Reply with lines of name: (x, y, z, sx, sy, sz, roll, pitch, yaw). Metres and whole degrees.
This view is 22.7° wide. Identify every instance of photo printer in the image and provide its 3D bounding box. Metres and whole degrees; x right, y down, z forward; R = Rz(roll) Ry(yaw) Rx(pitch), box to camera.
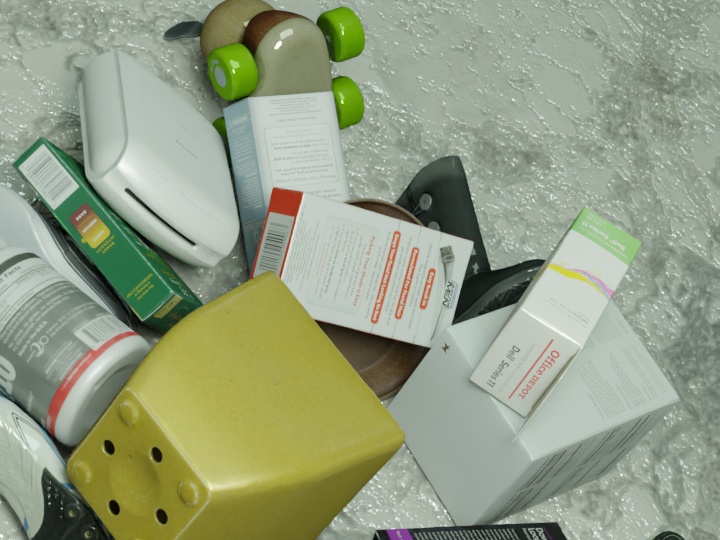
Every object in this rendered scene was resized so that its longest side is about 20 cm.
photo printer: (-0.192, -0.101, 1.704, 0.166, 0.069, 0.200, 40, 21, -34)

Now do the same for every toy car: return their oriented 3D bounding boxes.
toy car: (-0.117, -0.223, 1.887, 0.164, 0.158, 0.200, -22, 42, -29)

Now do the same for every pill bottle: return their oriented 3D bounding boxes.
pill bottle: (-0.291, 0.052, 1.563, 0.200, 0.114, 0.114, 36, 46, 17)

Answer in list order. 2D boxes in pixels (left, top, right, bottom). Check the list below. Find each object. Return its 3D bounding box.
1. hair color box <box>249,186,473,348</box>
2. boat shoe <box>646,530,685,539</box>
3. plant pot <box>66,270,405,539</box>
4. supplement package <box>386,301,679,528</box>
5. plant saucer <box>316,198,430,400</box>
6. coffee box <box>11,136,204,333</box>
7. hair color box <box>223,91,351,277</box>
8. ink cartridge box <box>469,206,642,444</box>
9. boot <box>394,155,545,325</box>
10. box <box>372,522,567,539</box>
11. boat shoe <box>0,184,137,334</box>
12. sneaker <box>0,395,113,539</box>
hair color box: (0.000, 0.000, 1.674, 0.199, 0.064, 0.111, 16, 89, -32)
boat shoe: (0.295, 0.322, 1.698, 0.074, 0.066, 0.200, 28, 47, -5)
plant pot: (-0.124, 0.149, 1.494, 0.194, 0.196, 0.200, 50, 33, 15)
supplement package: (0.163, 0.129, 1.722, 0.199, 0.151, 0.152, -17, 64, -36)
plant saucer: (-0.007, 0.029, 1.731, 0.200, 0.037, 0.201, -5, 99, -33)
coffee box: (-0.232, -0.029, 1.665, 0.044, 0.123, 0.200, -42, 78, 0)
hair color box: (-0.065, -0.070, 1.763, 0.099, 0.061, 0.201, -8, 87, -32)
ink cartridge box: (0.168, 0.049, 1.602, 0.067, 0.117, 0.200, 34, 46, 3)
boot: (0.117, -0.032, 1.821, 0.066, 0.165, 0.201, 22, 44, -40)
box: (0.122, 0.291, 1.626, 0.199, 0.036, 0.143, 1, 35, -25)
boat shoe: (-0.281, -0.003, 1.651, 0.200, 0.072, 0.068, 45, 24, 13)
sneaker: (-0.268, 0.182, 1.518, 0.200, 0.072, 0.072, 50, 19, 6)
